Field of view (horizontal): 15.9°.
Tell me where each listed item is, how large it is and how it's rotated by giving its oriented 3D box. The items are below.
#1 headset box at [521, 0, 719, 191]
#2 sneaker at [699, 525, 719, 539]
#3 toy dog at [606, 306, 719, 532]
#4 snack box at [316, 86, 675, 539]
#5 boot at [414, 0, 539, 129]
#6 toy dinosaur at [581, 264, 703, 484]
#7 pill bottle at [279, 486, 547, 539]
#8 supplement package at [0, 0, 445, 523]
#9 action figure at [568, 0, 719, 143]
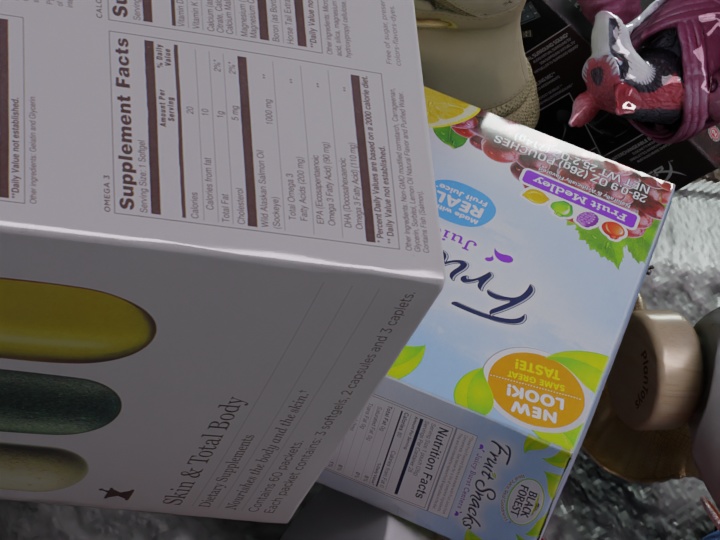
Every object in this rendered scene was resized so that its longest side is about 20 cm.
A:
[{"bbox_3d":[0.091,-0.146,1.172,0.200,0.077,0.149,43,49,-18],"label":"headset box"},{"bbox_3d":[0.171,0.141,1.110,0.198,0.089,0.079,-4,105,-25],"label":"sneaker"},{"bbox_3d":[0.175,0.077,1.010,0.131,0.097,0.200,-21,61,-29],"label":"toy dog"},{"bbox_3d":[0.000,0.000,0.957,0.199,0.068,0.169,22,40,7],"label":"snack box"},{"bbox_3d":[-0.022,-0.118,1.044,0.198,0.156,0.073,13,66,13],"label":"boot"},{"bbox_3d":[0.136,0.061,1.114,0.199,0.058,0.101,32,46,9],"label":"toy dinosaur"},{"bbox_3d":[0.059,0.161,0.973,0.199,0.112,0.113,35,51,-23],"label":"pill bottle"},{"bbox_3d":[-0.098,-0.029,0.785,0.198,0.152,0.152,7,55,-19],"label":"supplement package"},{"bbox_3d":[0.153,-0.105,1.112,0.200,0.134,0.150,-37,139,-30],"label":"action figure"}]
